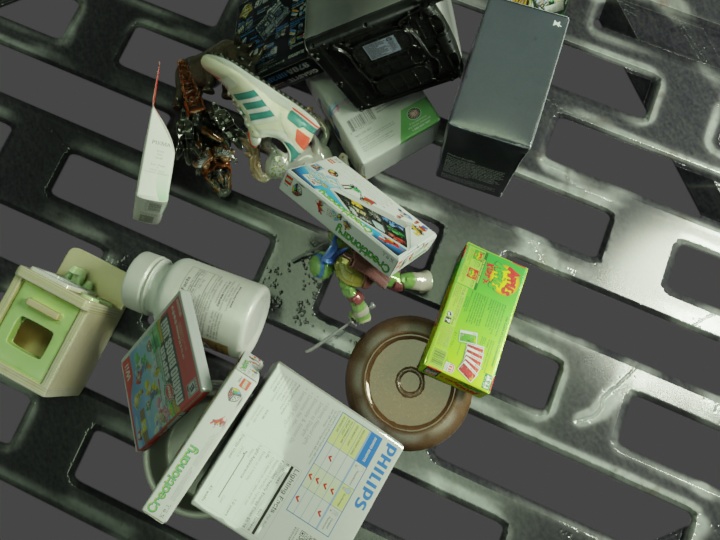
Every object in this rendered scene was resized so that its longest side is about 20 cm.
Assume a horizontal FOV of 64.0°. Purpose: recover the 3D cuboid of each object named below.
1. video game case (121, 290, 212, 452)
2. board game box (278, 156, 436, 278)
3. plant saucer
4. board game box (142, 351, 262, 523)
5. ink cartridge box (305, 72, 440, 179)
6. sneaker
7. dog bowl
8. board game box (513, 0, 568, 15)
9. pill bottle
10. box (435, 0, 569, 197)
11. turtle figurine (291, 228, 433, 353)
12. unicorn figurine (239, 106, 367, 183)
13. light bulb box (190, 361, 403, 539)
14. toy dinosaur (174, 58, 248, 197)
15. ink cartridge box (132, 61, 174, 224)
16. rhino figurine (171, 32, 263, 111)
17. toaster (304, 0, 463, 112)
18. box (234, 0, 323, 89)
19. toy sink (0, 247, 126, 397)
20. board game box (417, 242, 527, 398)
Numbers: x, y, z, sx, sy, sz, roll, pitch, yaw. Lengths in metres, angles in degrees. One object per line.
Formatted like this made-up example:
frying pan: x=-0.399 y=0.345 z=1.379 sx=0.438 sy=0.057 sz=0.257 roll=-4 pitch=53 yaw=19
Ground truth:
video game case: x=-0.271 y=0.141 z=0.788 sx=0.200 sy=0.017 sz=0.145 roll=-42 pitch=58 yaw=34
board game box: x=-0.001 y=-0.081 z=0.798 sx=0.199 sy=0.126 sz=0.035 roll=40 pitch=124 yaw=14
plant saucer: x=0.074 y=0.168 z=0.866 sx=0.196 sy=0.037 sz=0.205 roll=0 pitch=80 yaw=2
board game box: x=-0.197 y=0.207 z=0.746 sx=0.034 sy=0.126 sz=0.202 roll=33 pitch=87 yaw=-6
ink cartridge box: x=0.015 y=-0.271 z=0.924 sx=0.144 sy=0.088 sz=0.202 roll=-30 pitch=81 yaw=-4
sneaker: x=-0.159 y=-0.237 z=0.851 sx=0.198 sy=0.070 sz=0.094 roll=31 pitch=102 yaw=-12
dog bowl: x=-0.225 y=0.264 z=0.846 sx=0.196 sy=0.059 sz=0.204 roll=0 pitch=79 yaw=1
board game box: x=0.295 y=-0.443 z=0.979 sx=0.103 sy=0.023 sz=0.203 roll=21 pitch=80 yaw=3
pill bottle: x=-0.244 y=0.047 z=0.858 sx=0.197 sy=0.114 sz=0.116 roll=19 pitch=80 yaw=5
box: x=0.202 y=-0.249 z=0.857 sx=0.121 sy=0.199 sz=0.203 roll=18 pitch=80 yaw=5
turtle figurine: x=0.000 y=0.000 z=0.881 sx=0.190 sy=0.202 sz=0.145 roll=-5 pitch=48 yaw=-22
unicorn figurine: x=-0.088 y=-0.188 z=0.926 sx=0.196 sy=0.074 sz=0.140 roll=-12 pitch=88 yaw=14
light bulb box: x=-0.083 y=0.259 z=0.763 sx=0.198 sy=0.125 sz=0.200 roll=34 pitch=76 yaw=-5
toy dinosaur: x=-0.244 y=-0.209 z=0.882 sx=0.102 sy=0.136 sz=0.201 roll=-39 pitch=113 yaw=-5
ink cartridge box: x=-0.307 y=-0.185 z=0.880 sx=0.049 sy=0.160 sz=0.204 roll=12 pitch=78 yaw=-21
rhino figurine: x=-0.227 y=-0.320 z=0.918 sx=0.197 sy=0.059 sz=0.089 roll=-9 pitch=79 yaw=36
toaster: x=0.041 y=-0.324 z=0.772 sx=0.197 sy=0.180 sz=0.121 roll=-12 pitch=73 yaw=23
box: x=-0.128 y=-0.372 z=0.911 sx=0.198 sy=0.046 sz=0.162 roll=-5 pitch=76 yaw=41
toy sink: x=-0.451 y=0.068 z=0.862 sx=0.129 sy=0.112 sz=0.203 roll=25 pitch=81 yaw=6
board game box: x=0.167 y=0.071 z=0.852 sx=0.100 sy=0.048 sz=0.203 roll=23 pitch=69 yaw=1
